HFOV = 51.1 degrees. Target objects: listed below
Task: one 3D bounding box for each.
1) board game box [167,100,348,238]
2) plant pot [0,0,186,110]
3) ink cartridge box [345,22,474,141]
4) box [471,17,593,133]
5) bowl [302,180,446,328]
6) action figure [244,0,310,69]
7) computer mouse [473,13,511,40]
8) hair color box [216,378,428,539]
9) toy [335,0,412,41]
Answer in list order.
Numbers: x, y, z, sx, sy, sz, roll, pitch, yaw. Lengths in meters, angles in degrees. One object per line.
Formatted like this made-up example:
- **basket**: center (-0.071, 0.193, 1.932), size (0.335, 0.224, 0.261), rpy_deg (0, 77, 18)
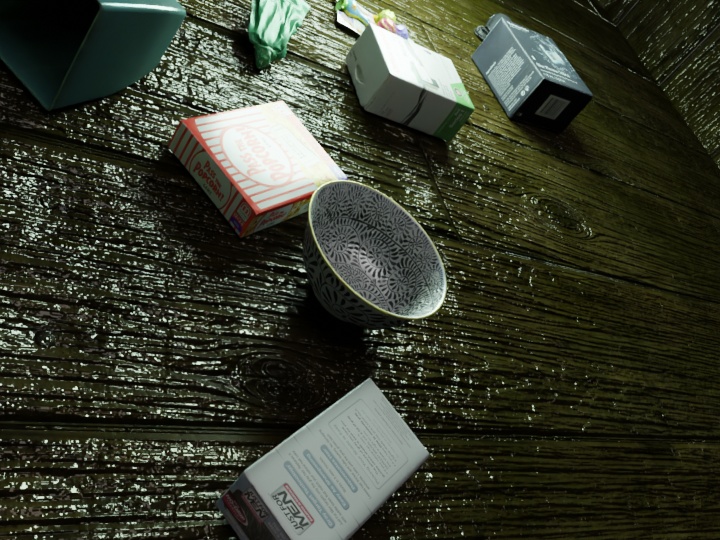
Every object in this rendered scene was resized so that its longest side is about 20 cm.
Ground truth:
- **board game box**: center (-0.125, -0.136, 0.964), size (0.152, 0.046, 0.199), rpy_deg (49, 37, 9)
- **plant pot**: center (-0.307, -0.297, 0.880), size (0.142, 0.142, 0.200), rpy_deg (46, 29, 5)
- **ink cartridge box**: center (0.086, -0.329, 1.324), size (0.197, 0.084, 0.148), rpy_deg (12, 45, -36)
- **box**: center (0.383, -0.434, 1.684), size (0.194, 0.118, 0.203), rpy_deg (4, 50, -41)
- **bowl**: center (0.000, 0.000, 0.905), size (0.198, 0.094, 0.203), rpy_deg (25, 39, -22)
- **action figure**: center (-0.143, -0.390, 1.195), size (0.116, 0.055, 0.203), rpy_deg (26, 46, -24)
- **computer mouse**: center (0.368, -0.583, 1.876), size (0.140, 0.046, 0.200), rpy_deg (43, 36, 1)
- **hair color box**: center (-0.028, 0.193, 0.703), size (0.099, 0.061, 0.199), rpy_deg (50, 36, 10)
- **toy**: center (0.043, -0.477, 1.462), size (0.197, 0.047, 0.117), rpy_deg (22, 43, -26)
